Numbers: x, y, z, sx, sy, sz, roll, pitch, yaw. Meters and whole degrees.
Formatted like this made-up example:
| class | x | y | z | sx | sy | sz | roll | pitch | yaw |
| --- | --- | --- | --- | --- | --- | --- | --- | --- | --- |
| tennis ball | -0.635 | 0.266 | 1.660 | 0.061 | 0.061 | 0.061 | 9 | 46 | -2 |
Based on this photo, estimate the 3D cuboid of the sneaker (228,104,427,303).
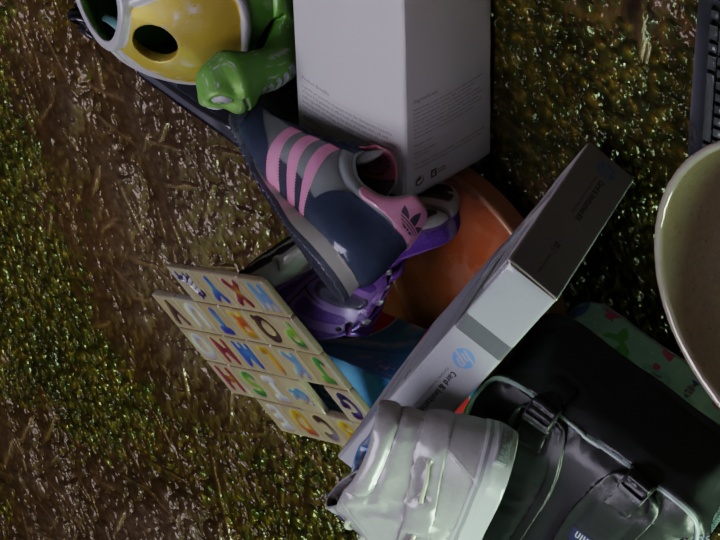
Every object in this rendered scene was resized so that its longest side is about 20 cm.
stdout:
| class | x | y | z | sx | sy | sz | roll | pitch | yaw |
| --- | --- | --- | --- | --- | --- | --- | --- | --- | --- |
| sneaker | -0.019 | -0.057 | 1.744 | 0.070 | 0.082 | 0.200 | 56 | 179 | -42 |

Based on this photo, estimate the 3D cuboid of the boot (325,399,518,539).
| class | x | y | z | sx | sy | sz | roll | pitch | yaw |
| --- | --- | --- | --- | --- | --- | --- | --- | --- | --- |
| boot | 0.024 | 0.153 | 1.669 | 0.095 | 0.074 | 0.200 | 17 | 130 | -3 |

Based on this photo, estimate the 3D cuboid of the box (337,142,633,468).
| class | x | y | z | sx | sy | sz | roll | pitch | yaw |
| --- | --- | --- | --- | --- | --- | --- | --- | --- | --- |
| box | 0.077 | 0.029 | 1.692 | 0.041 | 0.156 | 0.200 | 40 | 127 | -1 |

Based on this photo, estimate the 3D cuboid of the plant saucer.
| class | x | y | z | sx | sy | sz | roll | pitch | yaw |
| --- | --- | --- | --- | --- | --- | --- | --- | --- | --- |
| plant saucer | 0.068 | 0.012 | 1.848 | 0.200 | 0.032 | 0.201 | 31 | 136 | 36 |

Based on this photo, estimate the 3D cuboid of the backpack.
| class | x | y | z | sx | sy | sz | roll | pitch | yaw |
| --- | --- | --- | --- | --- | --- | --- | --- | --- | --- |
| backpack | 0.143 | 0.133 | 1.725 | 0.177 | 0.151 | 0.200 | 35 | 135 | 12 |

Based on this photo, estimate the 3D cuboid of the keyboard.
| class | x | y | z | sx | sy | sz | roll | pitch | yaw |
| --- | --- | --- | --- | --- | --- | --- | --- | --- | --- |
| keyboard | 0.236 | -0.054 | 1.590 | 0.127 | 0.021 | 0.200 | 31 | 137 | 37 |

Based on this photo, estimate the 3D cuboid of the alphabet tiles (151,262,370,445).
| class | x | y | z | sx | sy | sz | roll | pitch | yaw |
| --- | --- | --- | --- | --- | --- | --- | --- | --- | --- |
| alphabet tiles | -0.067 | 0.058 | 1.869 | 0.167 | 0.008 | 0.200 | 52 | 159 | -24 |

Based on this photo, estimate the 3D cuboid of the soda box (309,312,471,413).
| class | x | y | z | sx | sy | sz | roll | pitch | yaw |
| --- | --- | --- | --- | --- | --- | --- | --- | --- | --- |
| soda box | -0.005 | 0.068 | 1.899 | 0.200 | 0.064 | 0.068 | 20 | 131 | 47 |

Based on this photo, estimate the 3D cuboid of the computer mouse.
| class | x | y | z | sx | sy | sz | roll | pitch | yaw |
| --- | --- | --- | --- | --- | --- | --- | --- | --- | --- |
| computer mouse | -0.105 | -0.132 | 1.926 | 0.200 | 0.053 | 0.138 | 36 | 179 | 30 |

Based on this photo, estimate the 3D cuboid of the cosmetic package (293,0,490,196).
| class | x | y | z | sx | sy | sz | roll | pitch | yaw |
| --- | --- | --- | --- | --- | --- | --- | --- | --- | --- |
| cosmetic package | 0.019 | -0.160 | 1.736 | 0.108 | 0.085 | 0.200 | 32 | 137 | 36 |

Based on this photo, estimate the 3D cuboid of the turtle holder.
| class | x | y | z | sx | sy | sz | roll | pitch | yaw |
| --- | --- | --- | --- | --- | --- | --- | --- | --- | --- |
| turtle holder | -0.112 | -0.177 | 1.824 | 0.141 | 0.131 | 0.186 | -36 | 70 | 61 |

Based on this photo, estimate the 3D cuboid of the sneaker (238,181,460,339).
| class | x | y | z | sx | sy | sz | roll | pitch | yaw |
| --- | --- | --- | --- | --- | --- | --- | --- | --- | --- |
| sneaker | 0.000 | 0.000 | 1.817 | 0.200 | 0.081 | 0.084 | -28 | 100 | 43 |

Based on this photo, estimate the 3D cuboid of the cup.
| class | x | y | z | sx | sy | sz | roll | pitch | yaw |
| --- | --- | --- | --- | --- | --- | --- | --- | --- | --- |
| cup | 0.277 | -0.007 | 1.461 | 0.200 | 0.143 | 0.201 | 32 | 138 | 35 |
